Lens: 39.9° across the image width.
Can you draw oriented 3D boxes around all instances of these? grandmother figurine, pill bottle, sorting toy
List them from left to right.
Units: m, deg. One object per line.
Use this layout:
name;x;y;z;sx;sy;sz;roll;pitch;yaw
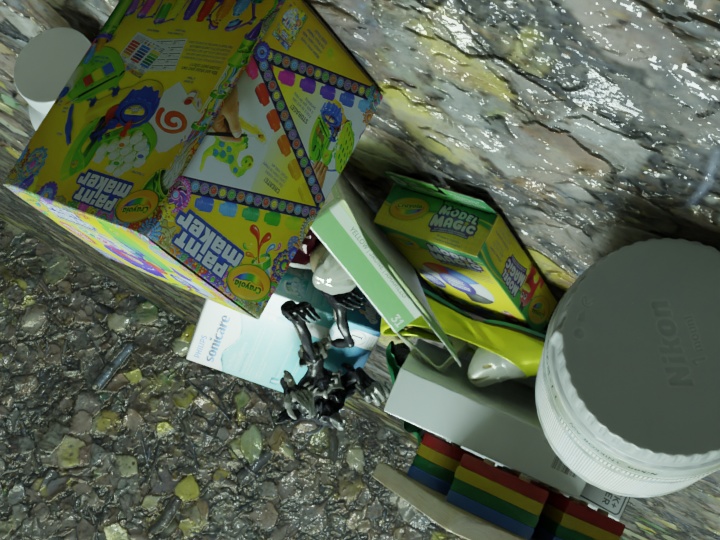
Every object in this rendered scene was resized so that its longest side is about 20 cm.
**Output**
pill bottle;-0.263;-0.154;1.004;0.111;0.113;0.200;25;167;20
grandmother figurine;-0.077;-0.051;1.008;0.200;0.061;0.122;42;161;14
sorting toy;0.139;0.228;0.974;0.197;0.070;0.200;26;174;-18

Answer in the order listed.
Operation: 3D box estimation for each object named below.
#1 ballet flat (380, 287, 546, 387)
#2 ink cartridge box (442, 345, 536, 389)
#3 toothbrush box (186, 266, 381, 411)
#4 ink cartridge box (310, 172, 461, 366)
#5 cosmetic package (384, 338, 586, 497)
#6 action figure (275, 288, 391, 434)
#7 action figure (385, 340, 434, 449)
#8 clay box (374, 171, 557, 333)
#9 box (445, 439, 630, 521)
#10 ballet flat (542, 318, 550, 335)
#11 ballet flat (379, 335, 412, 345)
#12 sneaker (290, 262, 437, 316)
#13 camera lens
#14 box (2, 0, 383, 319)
ballet flat;0.104;0.072;0.949;0.199;0.067;0.067;23;166;26
ink cartridge box;0.201;0.141;1.179;0.144;0.084;0.199;38;166;-29
toothbrush box;-0.087;0.061;1.161;0.198;0.086;0.147;19;129;-8
ink cartridge box;0.011;-0.003;0.873;0.146;0.048;0.201;51;-170;-29
cosmetic package;0.131;0.141;0.987;0.198;0.052;0.151;23;-168;7
action figure;-0.037;0.117;1.073;0.102;0.118;0.202;49;150;49
action figure;0.062;0.139;1.145;0.200;0.054;0.119;-111;4;-61
clay box;0.094;-0.013;0.901;0.114;0.048;0.200;20;165;37
box;0.199;0.206;1.107;0.199;0.061;0.117;28;166;6
ballet flat;0.239;0.106;1.029;0.199;0.071;0.071;31;167;-10
ballet flat;-0.003;0.027;1.226;0.199;0.071;0.071;37;166;-24
sneaker;0.000;0.002;1.103;0.201;0.077;0.146;15;158;46
camera lens;0.212;0.077;0.727;0.159;0.161;0.200;26;167;14
box;-0.126;-0.097;0.733;0.199;0.194;0.122;18;164;43
